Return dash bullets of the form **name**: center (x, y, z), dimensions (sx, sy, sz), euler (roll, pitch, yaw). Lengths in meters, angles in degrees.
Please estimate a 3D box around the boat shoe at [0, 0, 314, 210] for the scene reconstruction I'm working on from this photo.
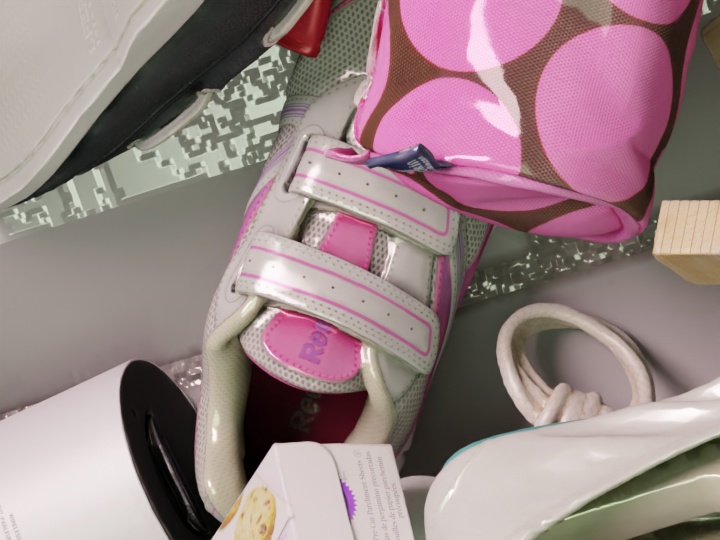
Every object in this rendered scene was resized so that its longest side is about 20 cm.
- **boat shoe**: center (-0.069, -0.068, 0.803), dimensions (0.200, 0.060, 0.076), euler (-31, 63, 51)

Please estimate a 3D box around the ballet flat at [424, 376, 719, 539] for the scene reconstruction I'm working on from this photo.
- **ballet flat**: center (0.115, 0.058, 0.742), dimensions (0.199, 0.069, 0.070), euler (-19, 102, 5)

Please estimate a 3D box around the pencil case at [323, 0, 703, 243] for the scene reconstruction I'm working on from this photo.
- **pencil case**: center (0.056, -0.113, 0.759), dimensions (0.093, 0.091, 0.202), euler (13, 85, 28)

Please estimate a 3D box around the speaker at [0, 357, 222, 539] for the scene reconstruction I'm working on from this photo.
- **speaker**: center (-0.139, 0.103, 0.878), dimensions (0.199, 0.081, 0.082), euler (-26, 100, 15)

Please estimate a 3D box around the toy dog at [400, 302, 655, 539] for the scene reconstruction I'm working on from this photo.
- **toy dog**: center (0.099, 0.112, 0.834), dimensions (0.199, 0.132, 0.097), euler (27, 140, 9)

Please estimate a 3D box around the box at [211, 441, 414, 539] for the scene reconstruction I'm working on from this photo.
- **box**: center (-0.038, 0.119, 0.830), dimensions (0.038, 0.042, 0.200), euler (2, 147, -24)

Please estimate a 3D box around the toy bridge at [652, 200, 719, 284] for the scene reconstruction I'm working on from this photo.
- **toy bridge**: center (0.133, -0.092, 0.738), dimensions (0.067, 0.027, 0.201), euler (1, 68, 38)

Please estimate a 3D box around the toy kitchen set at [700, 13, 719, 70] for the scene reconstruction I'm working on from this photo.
- **toy kitchen set**: center (0.240, -0.020, 0.744), dimensions (0.180, 0.201, 0.163), euler (-38, 138, 17)

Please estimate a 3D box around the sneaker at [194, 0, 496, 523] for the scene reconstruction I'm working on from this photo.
- **sneaker**: center (0.000, 0.000, 0.821), dimensions (0.081, 0.088, 0.202), euler (15, 107, 5)

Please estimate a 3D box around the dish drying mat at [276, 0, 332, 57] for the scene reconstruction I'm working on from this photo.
- **dish drying mat**: center (-0.008, -0.170, 0.792), dimensions (0.018, 0.077, 0.201), euler (4, 111, -34)
